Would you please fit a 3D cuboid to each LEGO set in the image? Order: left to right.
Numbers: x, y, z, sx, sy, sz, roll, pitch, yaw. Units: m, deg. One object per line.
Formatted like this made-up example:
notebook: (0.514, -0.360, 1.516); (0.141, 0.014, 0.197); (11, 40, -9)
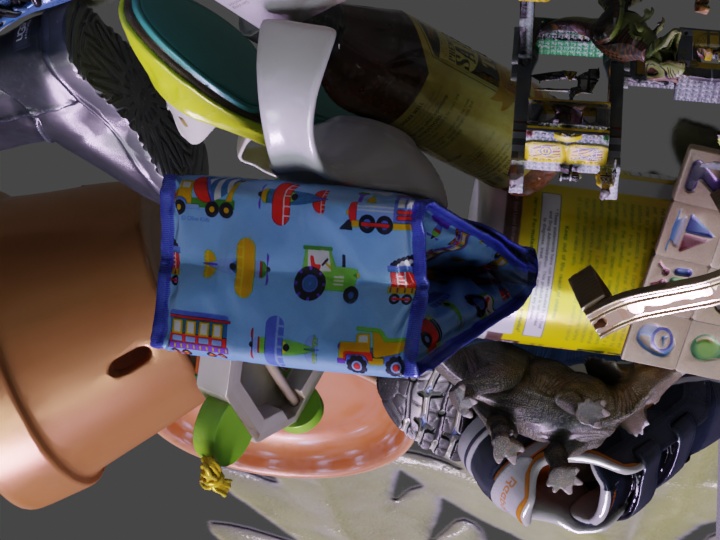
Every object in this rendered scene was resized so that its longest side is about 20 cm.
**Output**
LEGO set: (0.151, -0.101, 1.217); (0.199, 0.116, 0.154); (9, 146, -3)

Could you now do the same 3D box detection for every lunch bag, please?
lunch bag: (0.000, 0.000, 1.284); (0.150, 0.095, 0.200); (6, -176, 22)

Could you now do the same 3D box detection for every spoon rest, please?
spoon rest: (-0.014, -0.063, 1.252); (0.099, 0.061, 0.200); (10, 163, 19)

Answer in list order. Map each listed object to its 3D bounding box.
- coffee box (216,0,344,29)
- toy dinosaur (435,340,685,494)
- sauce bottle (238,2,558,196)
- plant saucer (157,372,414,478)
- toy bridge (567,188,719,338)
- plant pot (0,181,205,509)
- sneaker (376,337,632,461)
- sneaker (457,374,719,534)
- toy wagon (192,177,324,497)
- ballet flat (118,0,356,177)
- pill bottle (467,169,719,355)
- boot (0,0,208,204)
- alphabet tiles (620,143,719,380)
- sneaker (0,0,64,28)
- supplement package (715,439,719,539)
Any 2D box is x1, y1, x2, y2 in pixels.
coffee box: (-0.009, -0.200, 1.122); (0.199, 0.080, 0.113); (-21, 142, 40)
toy dinosaur: (0.101, 0.077, 1.436); (0.199, 0.102, 0.077); (7, 108, 5)
sauce bottle: (0.026, -0.105, 1.299); (0.199, 0.066, 0.066); (25, 146, -32)
plant saucer: (-0.057, 0.090, 1.688); (0.199, 0.038, 0.200); (6, 151, 3)
toy bridge: (0.211, -0.020, 1.292); (0.199, 0.067, 0.027); (-30, 123, 9)
plant pot: (-0.170, 0.031, 1.473); (0.139, 0.201, 0.200); (-20, 145, 10)
sneaker: (0.095, 0.067, 1.542); (0.199, 0.089, 0.079); (2, 128, -30)
sneaker: (0.165, 0.119, 1.507); (0.199, 0.080, 0.079); (-12, 134, -22)
toy wagon: (-0.055, 0.041, 1.442); (0.039, 0.201, 0.155); (20, 158, 27)
ballet flat: (-0.063, -0.091, 1.334); (0.199, 0.067, 0.067); (22, 132, -31)
pill bottle: (0.162, -0.003, 1.406); (0.199, 0.110, 0.109); (7, 151, -1)
boot: (-0.209, -0.078, 1.390); (0.199, 0.066, 0.165); (-14, 137, 26)
alphabet tiles: (0.252, -0.023, 1.336); (0.166, 0.008, 0.201); (12, 112, -10)
sneaker: (-0.208, -0.137, 1.249); (0.199, 0.090, 0.079); (-13, 146, 28)
supplement package: (0.308, 0.120, 1.548); (0.110, 0.156, 0.200); (8, 151, -3)
